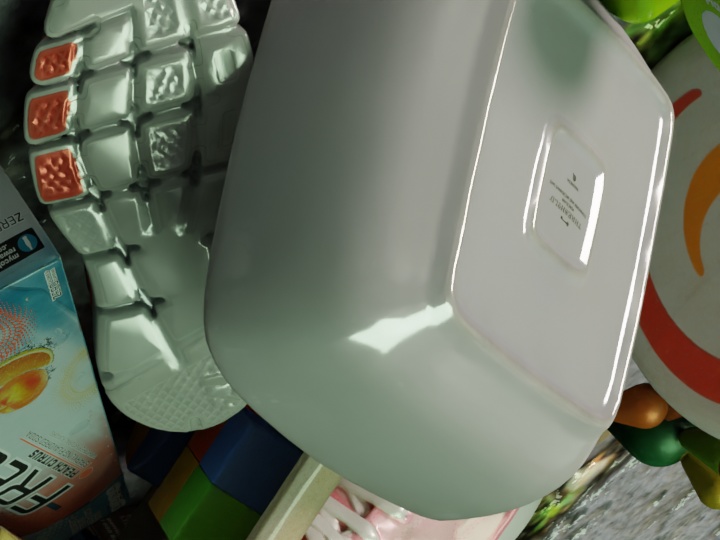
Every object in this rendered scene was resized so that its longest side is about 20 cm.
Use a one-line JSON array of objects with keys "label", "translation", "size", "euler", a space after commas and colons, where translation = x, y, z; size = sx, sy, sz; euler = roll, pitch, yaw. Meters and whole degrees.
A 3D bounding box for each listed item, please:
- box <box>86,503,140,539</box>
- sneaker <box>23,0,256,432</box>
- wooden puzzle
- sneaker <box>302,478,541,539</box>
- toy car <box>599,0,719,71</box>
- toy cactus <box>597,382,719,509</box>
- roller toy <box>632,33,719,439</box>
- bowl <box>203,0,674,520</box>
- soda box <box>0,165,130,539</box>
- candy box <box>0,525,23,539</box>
[{"label": "box", "translation": [-0.055, 0.152, 1.310], "size": [0.199, 0.075, 0.100], "euler": [-4, 139, -44]}, {"label": "sneaker", "translation": [-0.075, -0.041, 0.992], "size": [0.077, 0.082, 0.201], "euler": [-4, 126, -5]}, {"label": "wooden puzzle", "translation": [-0.078, 0.109, 1.107], "size": [0.186, 0.046, 0.200], "euler": [-57, -166, 2]}, {"label": "sneaker", "translation": [0.006, 0.096, 1.202], "size": [0.201, 0.075, 0.105], "euler": [-55, 144, 2]}, {"label": "toy car", "translation": [0.141, -0.192, 0.963], "size": [0.164, 0.158, 0.200], "euler": [-34, 125, -12]}, {"label": "toy cactus", "translation": [0.094, 0.079, 1.311], "size": [0.199, 0.103, 0.165], "euler": [-12, -167, 21]}, {"label": "roller toy", "translation": [0.205, -0.021, 1.212], "size": [0.139, 0.182, 0.201], "euler": [-5, 117, -43]}, {"label": "bowl", "translation": [0.040, -0.025, 0.991], "size": [0.200, 0.074, 0.201], "euler": [37, 61, -51]}, {"label": "soda box", "translation": [-0.134, 0.034, 1.024], "size": [0.063, 0.068, 0.200], "euler": [-30, 154, -12]}, {"label": "candy box", "translation": [-0.180, 0.193, 1.034], "size": [0.056, 0.201, 0.116], "euler": [36, 151, -30]}]
